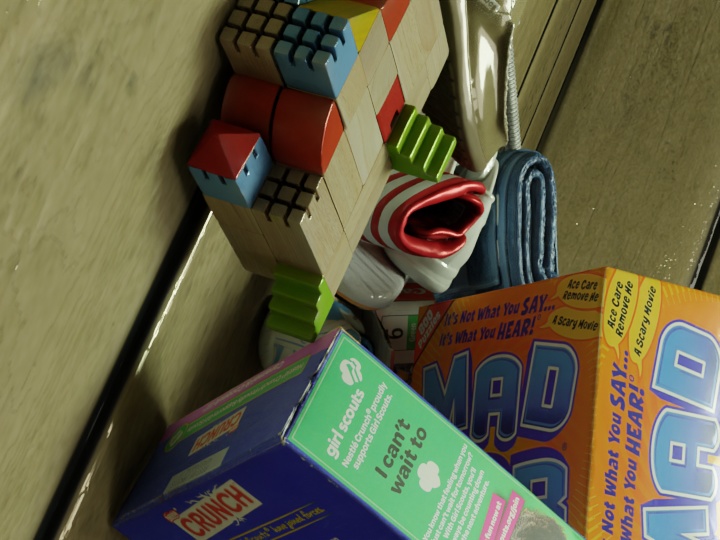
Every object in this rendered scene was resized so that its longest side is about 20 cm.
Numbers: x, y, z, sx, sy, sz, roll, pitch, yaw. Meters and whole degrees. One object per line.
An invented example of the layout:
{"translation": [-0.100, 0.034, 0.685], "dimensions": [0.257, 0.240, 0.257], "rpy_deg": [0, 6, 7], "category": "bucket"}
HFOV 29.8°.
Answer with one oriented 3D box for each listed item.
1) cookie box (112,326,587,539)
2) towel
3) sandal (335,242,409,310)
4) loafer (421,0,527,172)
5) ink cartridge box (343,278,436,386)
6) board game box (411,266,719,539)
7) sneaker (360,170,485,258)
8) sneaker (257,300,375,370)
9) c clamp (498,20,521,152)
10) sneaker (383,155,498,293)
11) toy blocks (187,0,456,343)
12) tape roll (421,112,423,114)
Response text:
{"translation": [0.000, 0.141, 0.701], "dimensions": [0.171, 0.200, 0.075], "rpy_deg": [-31, -155, 46], "category": "cookie box"}
{"translation": [0.084, -0.024, 0.994], "dimensions": [0.200, 0.048, 0.112], "rpy_deg": [168, -80, -73], "category": "towel"}
{"translation": [-0.007, -0.005, 0.907], "dimensions": [0.059, 0.079, 0.207], "rpy_deg": [-54, -179, 19], "category": "sandal"}
{"translation": [0.065, -0.149, 0.772], "dimensions": [0.076, 0.067, 0.201], "rpy_deg": [-127, -159, -52], "category": "loafer"}
{"translation": [0.024, 0.055, 0.995], "dimensions": [0.200, 0.050, 0.110], "rpy_deg": [-111, -159, -63], "category": "ink cartridge box"}
{"translation": [0.161, 0.127, 0.856], "dimensions": [0.200, 0.199, 0.201], "rpy_deg": [-16, -115, 60], "category": "board game box"}
{"translation": [0.022, -0.049, 0.833], "dimensions": [0.200, 0.115, 0.079], "rpy_deg": [-50, 160, -65], "category": "sneaker"}
{"translation": [-0.025, 0.057, 0.951], "dimensions": [0.200, 0.072, 0.072], "rpy_deg": [43, 68, -84], "category": "sneaker"}
{"translation": [0.114, -0.136, 1.046], "dimensions": [0.171, 0.027, 0.201], "rpy_deg": [-89, 172, -72], "category": "c clamp"}
{"translation": [0.056, -0.065, 0.928], "dimensions": [0.089, 0.075, 0.200], "rpy_deg": [-50, -156, 19], "category": "sneaker"}
{"translation": [-0.018, -0.088, 0.628], "dimensions": [0.201, 0.099, 0.137], "rpy_deg": [-65, 159, -20], "category": "toy blocks"}
{"translation": [0.057, -0.116, 1.150], "dimensions": [0.203, 0.037, 0.204], "rpy_deg": [22, 90, -81], "category": "tape roll"}
